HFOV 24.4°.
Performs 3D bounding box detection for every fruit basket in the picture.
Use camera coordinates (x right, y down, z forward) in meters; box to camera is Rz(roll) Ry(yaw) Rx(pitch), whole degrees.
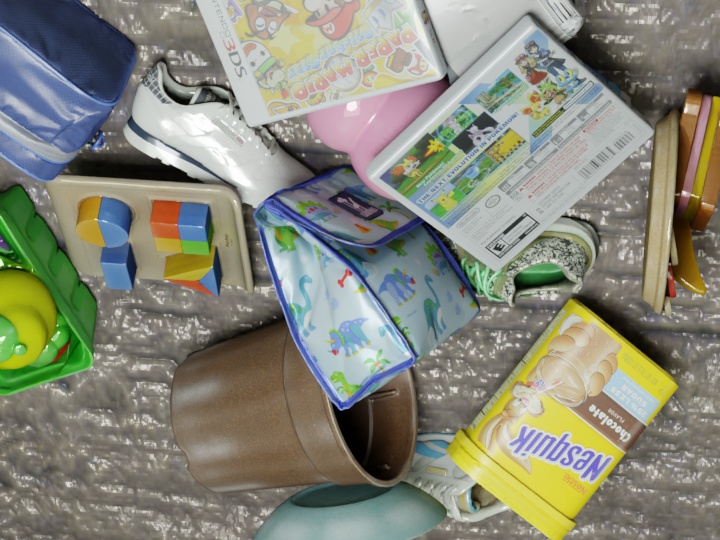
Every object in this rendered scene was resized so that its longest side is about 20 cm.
[{"bbox_3d":[-0.358,0.039,1.648,0.155,0.216,0.216,-18,118,24],"label":"fruit basket"}]

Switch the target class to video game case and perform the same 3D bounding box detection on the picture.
[{"bbox_3d":[-0.045,-0.228,1.432,0.199,0.023,0.183,-11,114,27],"label":"video game case"},{"bbox_3d":[0.134,-0.107,1.477,0.200,0.022,0.182,-42,128,19],"label":"video game case"}]

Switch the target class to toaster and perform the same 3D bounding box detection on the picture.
[{"bbox_3d":[0.110,-0.241,1.458,0.129,0.114,0.200,-33,109,23],"label":"toaster"}]

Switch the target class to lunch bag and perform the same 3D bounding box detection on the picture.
[{"bbox_3d":[0.000,0.000,1.556,0.127,0.170,0.201,-37,86,29],"label":"lunch bag"},{"bbox_3d":[-0.313,-0.182,1.546,0.200,0.136,0.132,39,120,-17],"label":"lunch bag"}]

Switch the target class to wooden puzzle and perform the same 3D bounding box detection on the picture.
[{"bbox_3d":[-0.208,-0.027,1.633,0.198,0.047,0.186,8,152,6],"label":"wooden puzzle"}]

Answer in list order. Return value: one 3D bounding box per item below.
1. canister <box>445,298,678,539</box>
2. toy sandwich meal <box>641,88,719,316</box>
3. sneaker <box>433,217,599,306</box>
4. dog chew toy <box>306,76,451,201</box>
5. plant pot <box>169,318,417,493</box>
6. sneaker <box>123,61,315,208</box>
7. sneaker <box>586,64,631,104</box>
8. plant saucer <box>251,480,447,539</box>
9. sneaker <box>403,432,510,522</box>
[{"bbox_3d":[0.203,0.147,1.659,0.148,0.087,0.200,37,93,-12],"label":"canister"},{"bbox_3d":[0.296,-0.059,1.505,0.070,0.206,0.207,5,122,8],"label":"toy sandwich meal"},{"bbox_3d":[0.132,0.000,1.618,0.198,0.089,0.077,-9,120,14],"label":"sneaker"},{"bbox_3d":[0.007,-0.153,1.528,0.199,0.125,0.125,35,121,-4],"label":"dog chew toy"},{"bbox_3d":[-0.072,0.137,1.683,0.197,0.201,0.201,-16,119,25],"label":"plant pot"},{"bbox_3d":[-0.126,-0.125,1.594,0.199,0.077,0.081,24,113,-8],"label":"sneaker"},{"bbox_3d":[0.155,-0.122,1.559,0.200,0.078,0.090,-40,99,18],"label":"sneaker"},{"bbox_3d":[-0.014,0.238,1.655,0.199,0.201,0.039,-7,97,13],"label":"plant saucer"},{"bbox_3d":[0.092,0.224,1.769,0.198,0.081,0.077,-10,122,16],"label":"sneaker"}]
